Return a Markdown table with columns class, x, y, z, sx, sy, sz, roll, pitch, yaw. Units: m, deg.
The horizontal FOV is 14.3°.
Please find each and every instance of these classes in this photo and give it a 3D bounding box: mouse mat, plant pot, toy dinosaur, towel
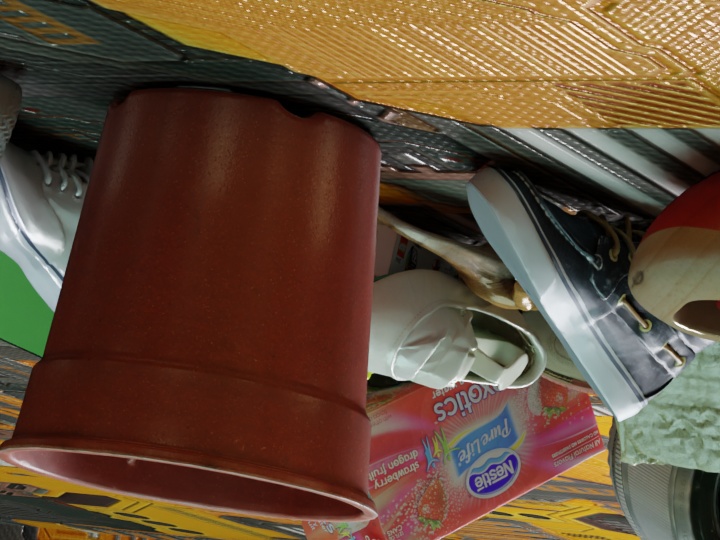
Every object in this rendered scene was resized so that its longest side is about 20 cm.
| class | x | y | z | sx | sy | sz | roll | pitch | yaw |
| --- | --- | --- | --- | --- | --- | --- | --- | --- | --- |
| mouse mat | -0.247 | 0.006 | 1.844 | 0.199 | 0.008 | 0.161 | 24 | 156 | 20 |
| plant pot | -0.074 | 0.017 | 1.504 | 0.199 | 0.197 | 0.201 | 9 | 169 | 2 |
| toy dinosaur | 0.078 | 0.000 | 1.659 | 0.106 | 0.061 | 0.200 | 4 | 168 | 33 |
| towel | 0.237 | 0.058 | 1.686 | 0.199 | 0.149 | 0.037 | 4 | -147 | 21 |

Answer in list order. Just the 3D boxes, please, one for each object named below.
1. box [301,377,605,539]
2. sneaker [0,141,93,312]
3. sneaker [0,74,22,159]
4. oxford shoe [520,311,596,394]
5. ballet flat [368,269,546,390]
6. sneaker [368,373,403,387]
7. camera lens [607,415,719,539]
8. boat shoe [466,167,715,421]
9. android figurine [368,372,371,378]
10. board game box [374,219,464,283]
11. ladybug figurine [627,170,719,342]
| class | x | y | z | sx | sy | sz | roll | pitch | yaw |
| --- | --- | --- | --- | --- | --- | --- | --- | --- | --- |
| box | 0.054 | 0.113 | 1.923 | 0.199 | 0.103 | 0.094 | -24 | -170 | -35 |
| sneaker | -0.181 | -0.044 | 1.656 | 0.071 | 0.073 | 0.200 | -29 | 155 | 1 |
| sneaker | -0.270 | -0.072 | 1.523 | 0.114 | 0.076 | 0.200 | 29 | 148 | -30 |
| oxford shoe | 0.176 | 0.031 | 1.769 | 0.199 | 0.071 | 0.074 | -1 | 144 | 32 |
| ballet flat | 0.053 | 0.041 | 1.677 | 0.069 | 0.070 | 0.200 | 3 | 178 | 30 |
| sneaker | -0.005 | 0.036 | 1.943 | 0.199 | 0.076 | 0.079 | 1 | -174 | 44 |
| camera lens | 0.254 | 0.130 | 1.846 | 0.159 | 0.161 | 0.200 | 11 | -176 | -12 |
| boat shoe | 0.133 | -0.007 | 1.575 | 0.200 | 0.091 | 0.071 | 53 | 179 | -43 |
| android figurine | -0.067 | 0.037 | 1.742 | 0.199 | 0.041 | 0.182 | 12 | -169 | 27 |
| board game box | 0.000 | 0.000 | 1.759 | 0.126 | 0.035 | 0.200 | 12 | 171 | 25 |
| ladybug figurine | 0.208 | -0.008 | 1.469 | 0.135 | 0.072 | 0.200 | 10 | 170 | -5 |
